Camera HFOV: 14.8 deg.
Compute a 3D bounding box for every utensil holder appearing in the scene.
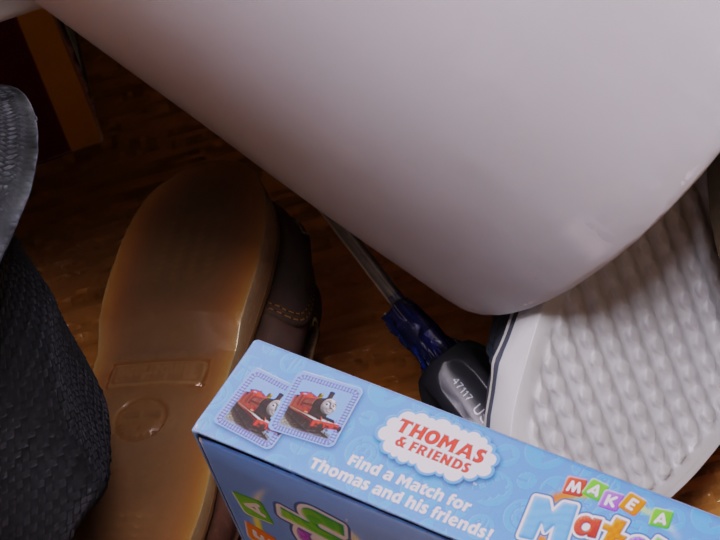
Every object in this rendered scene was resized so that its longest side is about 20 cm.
[{"bbox_3d":[0.003,-0.107,0.759,0.170,0.200,0.170,-44,23,24],"label":"utensil holder"}]

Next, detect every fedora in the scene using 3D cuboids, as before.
[{"bbox_3d":[-0.125,0.042,0.747,0.200,0.092,0.201,-40,25,23],"label":"fedora"}]

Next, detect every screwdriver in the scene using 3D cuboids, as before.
[{"bbox_3d":[0.000,0.000,0.839,0.200,0.029,0.028,48,32,21],"label":"screwdriver"}]

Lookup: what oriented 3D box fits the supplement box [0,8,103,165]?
[{"bbox_3d":[-0.196,-0.069,0.917,0.199,0.086,0.111,-20,34,0],"label":"supplement box"}]

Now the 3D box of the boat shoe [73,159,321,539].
[{"bbox_3d":[-0.056,0.064,0.809,0.070,0.070,0.201,5,53,28],"label":"boat shoe"}]

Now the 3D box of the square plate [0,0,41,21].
[{"bbox_3d":[-0.141,-0.132,0.868,0.199,0.029,0.198,-23,38,-28],"label":"square plate"}]

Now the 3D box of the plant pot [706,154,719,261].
[{"bbox_3d":[0.203,-0.052,0.703,0.186,0.200,0.188,3,71,-7],"label":"plant pot"}]

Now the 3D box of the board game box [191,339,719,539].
[{"bbox_3d":[0.064,0.102,0.699,0.199,0.152,0.037,19,61,26],"label":"board game box"}]

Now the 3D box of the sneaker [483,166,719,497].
[{"bbox_3d":[0.084,-0.010,0.822,0.079,0.078,0.201,-12,45,61],"label":"sneaker"}]
